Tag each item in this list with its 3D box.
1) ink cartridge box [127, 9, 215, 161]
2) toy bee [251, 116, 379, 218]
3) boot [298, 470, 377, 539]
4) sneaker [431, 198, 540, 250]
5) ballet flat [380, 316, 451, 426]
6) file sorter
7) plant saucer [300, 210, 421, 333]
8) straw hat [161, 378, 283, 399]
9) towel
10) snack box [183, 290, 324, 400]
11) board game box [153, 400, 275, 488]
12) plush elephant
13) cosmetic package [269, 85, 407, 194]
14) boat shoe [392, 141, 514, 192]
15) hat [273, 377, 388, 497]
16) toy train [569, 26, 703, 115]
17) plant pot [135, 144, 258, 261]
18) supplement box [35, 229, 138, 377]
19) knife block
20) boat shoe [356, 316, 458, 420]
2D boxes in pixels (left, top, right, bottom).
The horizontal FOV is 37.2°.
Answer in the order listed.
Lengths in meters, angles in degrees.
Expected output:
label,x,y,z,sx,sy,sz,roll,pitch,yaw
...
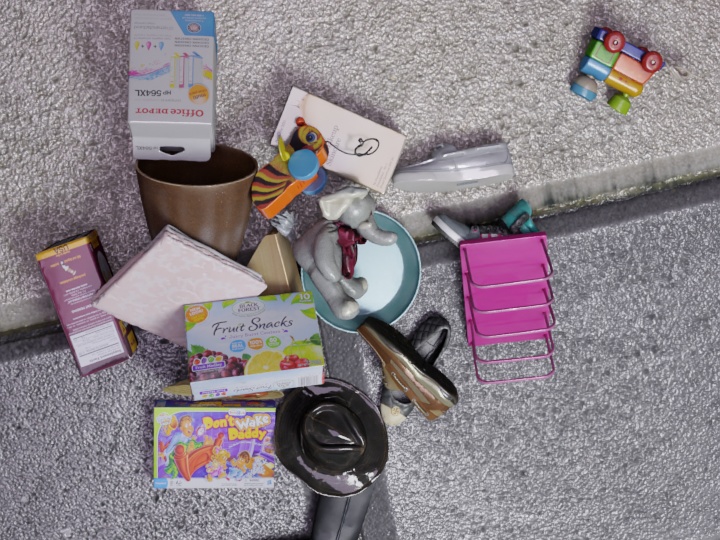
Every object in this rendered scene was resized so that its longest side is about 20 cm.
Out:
label,x,y,z,sx,sy,sz,roll,pitch,yaw
ink cartridge box,-0.279,-0.269,1.604,0.126,0.125,0.204,0,78,-6
toy bee,-0.086,-0.169,1.613,0.198,0.132,0.109,-23,63,-20
boot,-0.070,0.407,1.779,0.162,0.066,0.203,15,99,-16
sneaker,0.222,-0.069,1.731,0.198,0.084,0.122,29,99,-17
ballet flat,0.087,0.165,1.766,0.066,0.057,0.202,26,95,-8
file sorter,0.236,0.064,1.688,0.136,0.126,0.203,-6,123,4
plant saucer,0.000,0.000,1.745,0.196,0.036,0.204,-1,98,-5
straw hat,-0.213,0.151,1.686,0.197,0.201,0.087,4,77,-6
towel,-0.272,0.031,1.613,0.199,0.033,0.190,29,123,-36
snack box,-0.160,0.110,1.597,0.196,0.144,0.053,-7,140,-8
board game box,-0.239,0.285,1.756,0.196,0.045,0.137,1,98,-6
plush elephant,-0.020,-0.054,1.633,0.155,0.165,0.201,-41,88,14
cosmetic package,-0.036,-0.207,1.694,0.197,0.073,0.105,21,96,-9
boat shoe,0.147,-0.171,1.723,0.196,0.072,0.070,-8,77,2
hat,-0.039,0.263,1.726,0.197,0.081,0.204,4,72,-13
toy train,0.443,-0.301,1.728,0.198,0.085,0.117,25,105,-9
plant pot,-0.252,-0.069,1.650,0.183,0.188,0.203,2,115,-6
supplement box,-0.424,0.049,1.671,0.084,0.110,0.203,-19,100,-2
knife block,-0.116,0.055,1.702,0.174,0.064,0.201,33,110,0
boat shoe,0.066,0.162,1.715,0.200,0.076,0.074,43,108,3
